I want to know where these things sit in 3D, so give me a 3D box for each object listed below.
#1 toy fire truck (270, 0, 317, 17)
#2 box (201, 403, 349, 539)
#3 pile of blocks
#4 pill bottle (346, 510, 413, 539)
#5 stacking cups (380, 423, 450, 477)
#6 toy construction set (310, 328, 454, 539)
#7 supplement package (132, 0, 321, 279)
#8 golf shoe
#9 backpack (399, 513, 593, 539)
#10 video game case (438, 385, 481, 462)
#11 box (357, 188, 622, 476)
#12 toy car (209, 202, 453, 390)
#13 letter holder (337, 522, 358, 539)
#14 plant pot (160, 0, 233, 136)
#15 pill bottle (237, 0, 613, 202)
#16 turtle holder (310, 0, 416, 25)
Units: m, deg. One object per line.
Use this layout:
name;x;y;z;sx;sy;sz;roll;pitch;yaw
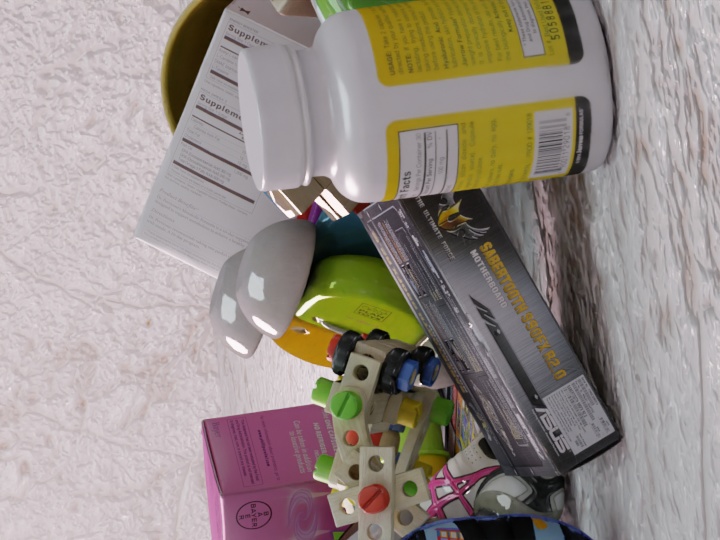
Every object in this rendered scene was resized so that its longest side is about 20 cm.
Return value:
toy fire truck;-0.017;-0.177;1.742;0.049;0.141;0.200;-50;16;31
box;-0.019;0.201;2.087;0.097;0.199;0.176;-110;16;-52
pile of blocks;-0.020;-0.068;1.735;0.062;0.082;0.200;47;-153;-12
pill bottle;0.052;0.266;1.748;0.200;0.116;0.116;49;171;-2
stacking cups;0.032;0.089;1.976;0.061;0.060;0.201;106;158;-69
toy construction set;0.008;0.108;1.655;0.200;0.092;0.132;-67;-5;-85
supplement package;-0.071;-0.102;1.907;0.200;0.109;0.114;-65;-2;29
golf shoe;0.091;0.150;1.778;0.200;0.072;0.092;175;112;-70
backpack;0.079;0.256;1.586;0.135;0.182;0.201;123;142;-67
video game case;0.086;0.097;1.898;0.181;0.025;0.200;-108;14;-49
box;0.077;0.032;1.610;0.200;0.048;0.158;60;171;0
toy car;0.000;0.000;1.816;0.200;0.175;0.150;144;144;-72
letter holder;0.034;0.267;1.930;0.142;0.101;0.200;38;164;11
plant pot;-0.036;-0.156;2.019;0.142;0.199;0.201;-51;-39;-61
pill bottle;0.035;-0.098;1.482;0.111;0.199;0.112;172;90;-81
turtle holder;0.047;-0.167;1.612;0.185;0.141;0.132;42;161;11
